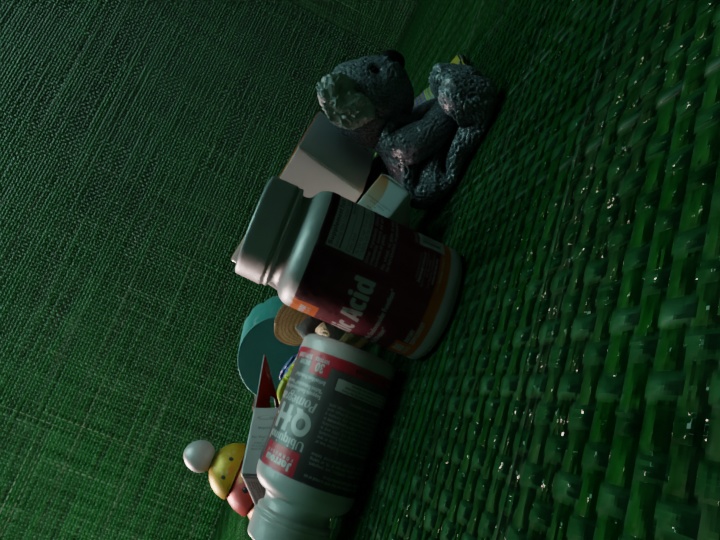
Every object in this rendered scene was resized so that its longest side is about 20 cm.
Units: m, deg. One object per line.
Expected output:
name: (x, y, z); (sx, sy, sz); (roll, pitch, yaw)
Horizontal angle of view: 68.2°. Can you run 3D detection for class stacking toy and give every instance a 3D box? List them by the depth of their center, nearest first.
stacking toy: (-0.199, 0.337, 0.873); (0.146, 0.195, 0.150); (-158, 90, -82)

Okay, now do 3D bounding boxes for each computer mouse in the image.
computer mouse: (0.018, -0.082, 0.811); (0.143, 0.045, 0.201); (-62, -22, -22)

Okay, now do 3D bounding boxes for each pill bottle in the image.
pill bottle: (-0.012, -0.004, 0.511); (0.114, 0.195, 0.117); (-157, 91, -82)
pill bottle: (-0.043, 0.180, 0.553); (0.111, 0.108, 0.205); (142, 149, -74)

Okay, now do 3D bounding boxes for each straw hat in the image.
straw hat: (-0.023, 0.072, 0.778); (0.086, 0.197, 0.204); (52, 131, 31)

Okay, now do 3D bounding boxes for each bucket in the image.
bucket: (-0.166, 0.169, 1.125); (0.135, 0.203, 0.212); (-123, 56, -78)

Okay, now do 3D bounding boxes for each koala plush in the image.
koala plush: (0.039, -0.192, 0.666); (0.178, 0.195, 0.187); (-85, 19, -64)

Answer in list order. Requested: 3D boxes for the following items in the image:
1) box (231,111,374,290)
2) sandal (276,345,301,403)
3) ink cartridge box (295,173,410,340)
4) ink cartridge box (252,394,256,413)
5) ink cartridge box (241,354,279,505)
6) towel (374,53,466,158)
box: (-0.078, -0.089, 0.726); (0.201, 0.096, 0.126); (-50, 15, 32)
sandal: (-0.081, 0.142, 0.911); (0.202, 0.079, 0.087); (-52, 12, -14)
ink cartridge box: (-0.012, 0.004, 0.653); (0.201, 0.050, 0.163); (-48, -19, -13)
ink cartridge box: (-0.217, 0.365, 1.086); (0.162, 0.049, 0.206); (-178, 76, -81)
ink cartridge box: (-0.115, 0.251, 0.752); (0.177, 0.042, 0.203); (-86, -6, -45)
towel: (0.097, -0.265, 0.859); (0.198, 0.023, 0.145); (-37, 23, 27)
